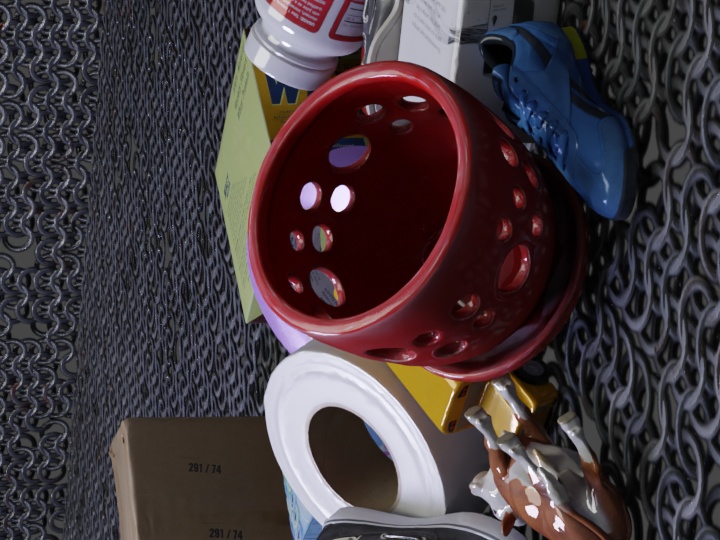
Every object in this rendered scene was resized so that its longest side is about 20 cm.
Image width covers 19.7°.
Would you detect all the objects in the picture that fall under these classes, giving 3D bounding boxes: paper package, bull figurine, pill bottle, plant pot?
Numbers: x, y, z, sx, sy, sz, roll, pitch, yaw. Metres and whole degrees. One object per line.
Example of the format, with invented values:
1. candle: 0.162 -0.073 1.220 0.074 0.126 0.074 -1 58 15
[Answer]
1. paper package: -0.167 0.264 2.295 0.104 0.198 0.192 115 151 -55
2. bull figurine: 0.127 0.145 1.469 0.122 0.065 0.200 60 164 -19
3. pill bottle: -0.026 -0.267 1.856 0.201 0.112 0.113 -61 29 27
4. plant pot: 0.047 -0.025 1.470 0.199 0.182 0.202 -15 64 33

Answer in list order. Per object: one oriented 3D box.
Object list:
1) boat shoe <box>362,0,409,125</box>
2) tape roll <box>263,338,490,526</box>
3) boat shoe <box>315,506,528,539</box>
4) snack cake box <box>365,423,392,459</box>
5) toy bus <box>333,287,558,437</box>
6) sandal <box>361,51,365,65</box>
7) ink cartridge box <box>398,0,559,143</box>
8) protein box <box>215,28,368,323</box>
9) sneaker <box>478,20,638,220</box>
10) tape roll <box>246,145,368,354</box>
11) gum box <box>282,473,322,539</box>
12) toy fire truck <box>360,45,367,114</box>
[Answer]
1. boat shoe: 0.037 -0.213 1.681 0.063 0.072 0.201 -138 54 -61
2. tape roll: 0.016 0.140 1.698 0.202 0.071 0.204 26 132 32
3. boat shoe: 0.042 0.228 1.621 0.199 0.066 0.070 6 127 34
4. snack cake box: 0.013 0.097 1.897 0.115 0.067 0.201 -131 43 -64
5. toy bus: 0.066 0.057 1.595 0.200 0.078 0.065 51 140 33
6. sandal: 0.060 -0.216 1.720 0.055 0.081 0.201 -15 -57 -65
7. ink cartridge box: 0.091 -0.210 1.580 0.147 0.082 0.201 -125 38 -64
8. protein box: -0.046 -0.090 1.975 0.199 0.134 0.201 106 157 -46
9. sneaker: 0.134 -0.104 1.447 0.201 0.078 0.066 -110 27 -46
10. tape roll: 0.000 0.000 1.742 0.199 0.066 0.201 19 122 32
11. gum box: -0.040 0.170 2.126 0.200 0.044 0.171 113 152 -52
12. toy fire truck: 0.043 -0.115 1.816 0.200 0.048 0.142 -134 45 -68
